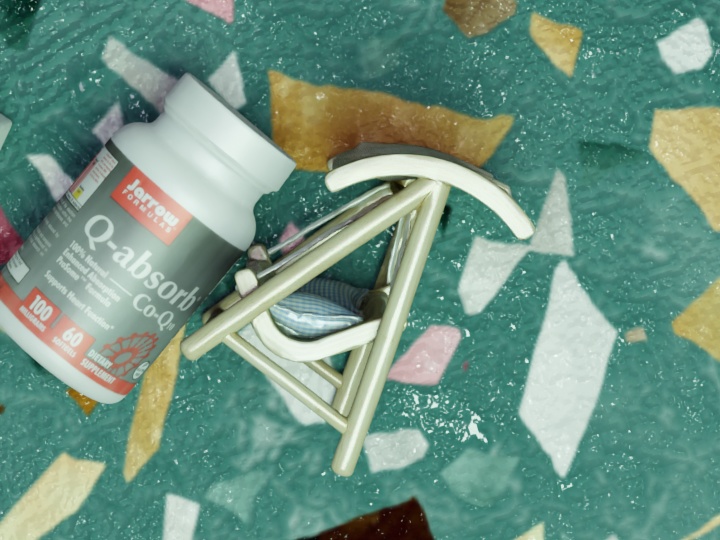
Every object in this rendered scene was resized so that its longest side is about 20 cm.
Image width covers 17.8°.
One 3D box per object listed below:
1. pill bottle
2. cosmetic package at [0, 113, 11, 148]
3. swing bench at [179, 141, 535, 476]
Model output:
[{"bbox_3d":[-0.141,-0.023,1.497,0.116,0.116,0.200,39,93,-3],"label":"pill bottle"},{"bbox_3d":[-0.345,-0.039,1.470,0.164,0.165,0.201,25,95,-3],"label":"cosmetic package"},{"bbox_3d":[0.000,0.000,1.459,0.130,0.199,0.200,37,93,-3],"label":"swing bench"}]
